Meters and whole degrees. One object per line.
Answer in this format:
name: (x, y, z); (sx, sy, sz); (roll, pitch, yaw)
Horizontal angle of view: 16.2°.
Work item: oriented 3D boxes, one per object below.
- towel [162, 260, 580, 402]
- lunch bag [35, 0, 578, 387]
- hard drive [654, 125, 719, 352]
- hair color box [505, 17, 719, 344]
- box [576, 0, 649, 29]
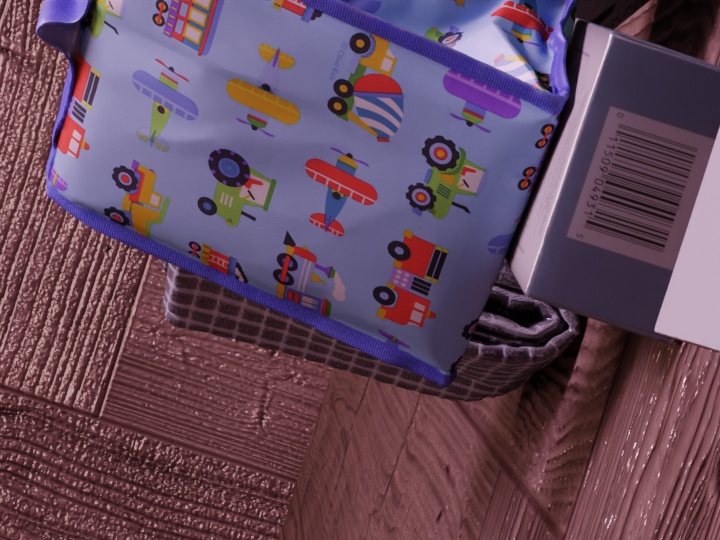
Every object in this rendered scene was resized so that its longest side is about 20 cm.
towel: (0.000, 0.000, 1.200); (0.166, 0.199, 0.086); (120, 167, -80)
lunch bag: (-0.032, -0.063, 0.983); (0.094, 0.199, 0.151); (-77, 6, -50)
hard drive: (0.138, -0.071, 0.747); (0.132, 0.025, 0.201); (-152, 79, -87)
hair color box: (0.097, -0.041, 0.986); (0.200, 0.060, 0.100); (-99, 27, -82)
box: (0.095, -0.150, 1.126); (0.116, 0.060, 0.200); (-39, -9, -16)
